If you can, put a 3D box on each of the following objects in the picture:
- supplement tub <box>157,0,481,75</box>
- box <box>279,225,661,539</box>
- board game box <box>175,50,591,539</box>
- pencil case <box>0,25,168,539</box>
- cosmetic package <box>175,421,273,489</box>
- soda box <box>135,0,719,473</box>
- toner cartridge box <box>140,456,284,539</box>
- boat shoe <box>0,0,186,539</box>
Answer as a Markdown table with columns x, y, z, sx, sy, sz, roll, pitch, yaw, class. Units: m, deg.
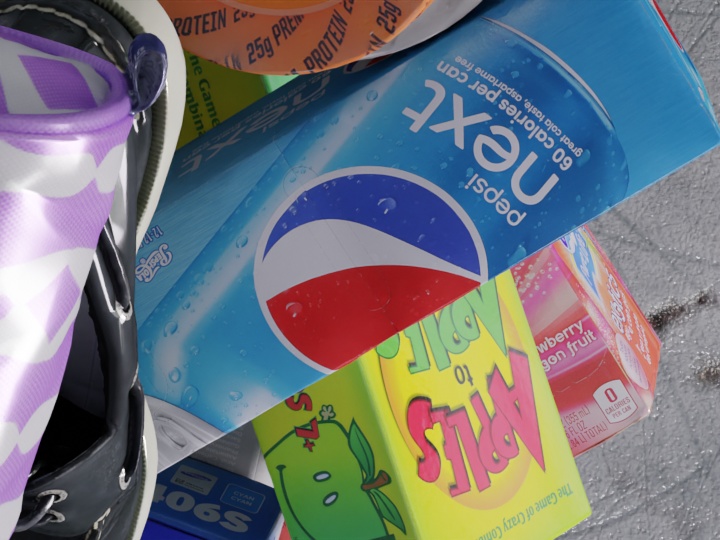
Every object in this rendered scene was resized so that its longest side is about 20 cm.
| x | y | z | sx | sy | sz | roll | pitch | yaw | class |
| --- | --- | --- | --- | --- | --- | --- | --- | --- | --- |
| 0.000 | -0.131 | 0.666 | 0.200 | 0.122 | 0.123 | -60 | 168 | -61 | supplement tub |
| 0.011 | 0.050 | 1.016 | 0.200 | 0.103 | 0.095 | -32 | -172 | 16 | box |
| 0.000 | 0.000 | 0.779 | 0.101 | 0.047 | 0.201 | -21 | 93 | -57 | board game box |
| -0.103 | 0.040 | 0.465 | 0.086 | 0.084 | 0.201 | -124 | -130 | -67 | pencil case |
| -0.061 | 0.044 | 0.887 | 0.107 | 0.090 | 0.200 | -64 | 175 | -49 | cosmetic package |
| -0.005 | -0.018 | 0.682 | 0.200 | 0.064 | 0.068 | -31 | -166 | 11 | soda box |
| -0.095 | 0.152 | 0.852 | 0.043 | 0.095 | 0.201 | -63 | 171 | -64 | toner cartridge box |
| -0.086 | 0.026 | 0.607 | 0.066 | 0.074 | 0.200 | -56 | 166 | -56 | boat shoe |
